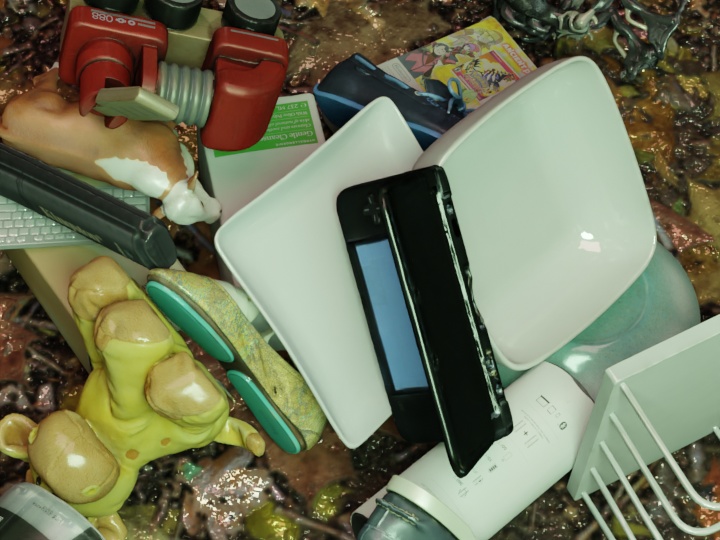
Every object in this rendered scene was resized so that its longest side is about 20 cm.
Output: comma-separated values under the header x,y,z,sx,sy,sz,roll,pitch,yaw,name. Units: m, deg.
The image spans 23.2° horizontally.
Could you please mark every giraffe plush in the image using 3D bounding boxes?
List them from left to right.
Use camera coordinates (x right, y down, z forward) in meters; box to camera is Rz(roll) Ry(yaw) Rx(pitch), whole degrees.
x,y,z,sx,sy,sz,roll,pitch,yaw,name
-0.188,0.114,1.310,0.162,0.200,0.173,-40,55,-4,giraffe plush

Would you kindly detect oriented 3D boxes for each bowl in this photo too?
x,y,z,sx,sy,sz,roll,pitch,yaw,name
0.125,-0.046,1.360,0.200,0.201,0.074,-38,27,-28,bowl

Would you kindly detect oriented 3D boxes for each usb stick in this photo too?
x,y,z,sx,sy,sz,roll,pitch,yaw,name
-0.220,-0.049,1.348,0.199,0.056,0.033,24,61,35,usb stick

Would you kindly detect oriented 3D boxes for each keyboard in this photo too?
x,y,z,sx,sy,sz,roll,pitch,yaw,name
-0.268,-0.042,1.406,0.198,0.011,0.057,-3,56,-3,keyboard

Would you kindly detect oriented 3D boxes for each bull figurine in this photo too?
x,y,z,sx,sy,sz,roll,pitch,yaw,name
-0.193,-0.104,1.413,0.198,0.066,0.122,22,33,4,bull figurine

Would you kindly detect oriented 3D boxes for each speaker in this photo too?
x,y,z,sx,sy,sz,roll,pitch,yaw,name
0.089,0.157,1.321,0.199,0.082,0.081,-37,64,-22,speaker

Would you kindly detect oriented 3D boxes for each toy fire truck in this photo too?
x,y,z,sx,sy,sz,roll,pitch,yaw,name
-0.141,-0.144,1.342,0.174,0.129,0.201,10,44,-16,toy fire truck

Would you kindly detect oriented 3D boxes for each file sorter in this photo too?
x,y,z,sx,sy,sz,roll,pitch,yaw,name
0.250,0.138,1.267,0.138,0.201,0.125,-23,63,-15,file sorter

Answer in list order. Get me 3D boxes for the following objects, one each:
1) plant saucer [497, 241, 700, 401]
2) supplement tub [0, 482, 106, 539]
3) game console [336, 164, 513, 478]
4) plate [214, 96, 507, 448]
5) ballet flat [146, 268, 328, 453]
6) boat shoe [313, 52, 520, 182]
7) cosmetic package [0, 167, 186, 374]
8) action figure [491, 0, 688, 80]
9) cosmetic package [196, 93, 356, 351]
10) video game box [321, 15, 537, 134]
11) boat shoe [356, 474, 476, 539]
x,y,z,sx,sy,sz,roll,pitch,yaw,name
0.182,0.024,1.435,0.199,0.039,0.203,0,57,0,plant saucer
-0.265,0.258,1.228,0.122,0.123,0.200,34,62,20,supplement tub
0.026,0.037,1.237,0.116,0.175,0.202,-18,95,-38,game console
0.000,0.000,1.352,0.199,0.032,0.201,-41,107,-28,plate
-0.087,0.054,1.337,0.070,0.200,0.071,-29,28,17,ballet flat
0.053,-0.133,1.449,0.199,0.084,0.069,29,70,20,boat shoe
-0.230,-0.021,1.443,0.105,0.071,0.200,-31,62,-20,cosmetic package
0.189,-0.250,1.576,0.198,0.119,0.103,24,68,4,action figure
-0.070,-0.039,1.448,0.106,0.085,0.201,-9,56,-11,cosmetic package
0.088,-0.116,1.516,0.181,0.047,0.201,-25,55,-14,video game box
0.074,0.225,1.234,0.062,0.200,0.075,-52,33,-14,boat shoe
